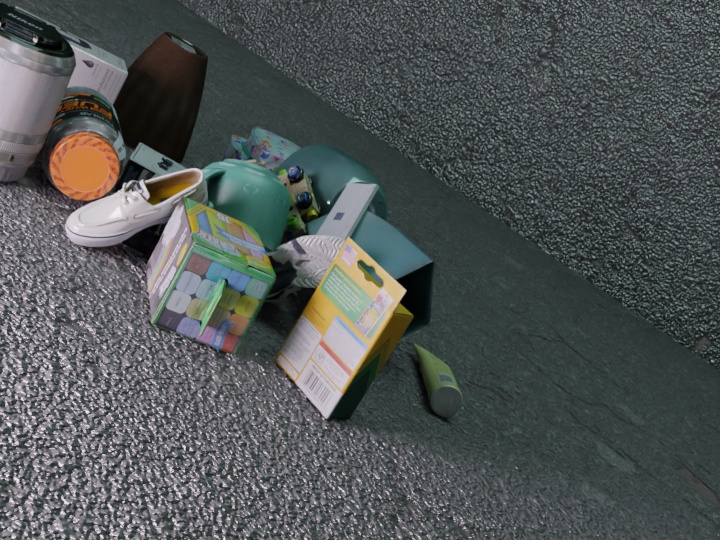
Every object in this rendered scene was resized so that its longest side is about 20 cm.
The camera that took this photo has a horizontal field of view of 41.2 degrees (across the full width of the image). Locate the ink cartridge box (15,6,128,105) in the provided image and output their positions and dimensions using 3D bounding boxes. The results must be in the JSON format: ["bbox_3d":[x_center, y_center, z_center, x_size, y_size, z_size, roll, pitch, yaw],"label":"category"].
[{"bbox_3d":[-0.511,-0.323,1.599,0.198,0.146,0.085,24,17,-28],"label":"ink cartridge box"}]

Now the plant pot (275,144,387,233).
[{"bbox_3d":[-0.043,-0.112,1.703,0.199,0.203,0.160,21,2,-34],"label":"plant pot"}]

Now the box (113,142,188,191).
[{"bbox_3d":[-0.298,-0.126,1.582,0.198,0.061,0.117,29,16,-15],"label":"box"}]

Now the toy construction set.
[{"bbox_3d":[-0.136,-0.103,1.589,0.092,0.130,0.202,35,28,-63],"label":"toy construction set"}]

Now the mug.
[{"bbox_3d":[-0.183,-0.104,1.453,0.150,0.116,0.185,16,-7,0],"label":"mug"}]

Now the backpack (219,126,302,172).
[{"bbox_3d":[-0.181,-0.185,1.850,0.176,0.152,0.200,18,16,-37],"label":"backpack"}]

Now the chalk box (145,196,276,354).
[{"bbox_3d":[-0.193,0.015,1.237,0.123,0.125,0.201,24,18,-26],"label":"chalk box"}]

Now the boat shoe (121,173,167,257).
[{"bbox_3d":[-0.297,-0.071,1.415,0.092,0.075,0.201,35,22,-14],"label":"boat shoe"}]

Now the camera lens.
[{"bbox_3d":[-0.487,-0.244,1.291,0.158,0.202,0.160,26,18,-9],"label":"camera lens"}]

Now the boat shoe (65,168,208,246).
[{"bbox_3d":[-0.298,-0.092,1.283,0.197,0.070,0.071,-16,56,-20],"label":"boat shoe"}]

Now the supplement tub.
[{"bbox_3d":[-0.414,-0.188,1.423,0.121,0.123,0.200,23,17,-29],"label":"supplement tub"}]

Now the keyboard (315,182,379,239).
[{"bbox_3d":[-0.026,-0.083,1.500,0.055,0.011,0.201,0,35,22],"label":"keyboard"}]

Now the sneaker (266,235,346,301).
[{"bbox_3d":[-0.102,-0.002,1.422,0.130,0.197,0.080,-99,165,-86],"label":"sneaker"}]

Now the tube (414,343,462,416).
[{"bbox_3d":[0.126,0.173,1.538,0.051,0.059,0.200,-12,16,1],"label":"tube"}]

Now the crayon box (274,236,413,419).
[{"bbox_3d":[-0.016,0.076,1.251,0.051,0.202,0.126,11,25,-51],"label":"crayon box"}]

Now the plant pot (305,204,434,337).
[{"bbox_3d":[0.000,0.000,1.500,0.140,0.143,0.200,-24,52,-21],"label":"plant pot"}]

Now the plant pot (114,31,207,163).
[{"bbox_3d":[-0.376,-0.340,1.817,0.185,0.202,0.187,29,16,-9],"label":"plant pot"}]
